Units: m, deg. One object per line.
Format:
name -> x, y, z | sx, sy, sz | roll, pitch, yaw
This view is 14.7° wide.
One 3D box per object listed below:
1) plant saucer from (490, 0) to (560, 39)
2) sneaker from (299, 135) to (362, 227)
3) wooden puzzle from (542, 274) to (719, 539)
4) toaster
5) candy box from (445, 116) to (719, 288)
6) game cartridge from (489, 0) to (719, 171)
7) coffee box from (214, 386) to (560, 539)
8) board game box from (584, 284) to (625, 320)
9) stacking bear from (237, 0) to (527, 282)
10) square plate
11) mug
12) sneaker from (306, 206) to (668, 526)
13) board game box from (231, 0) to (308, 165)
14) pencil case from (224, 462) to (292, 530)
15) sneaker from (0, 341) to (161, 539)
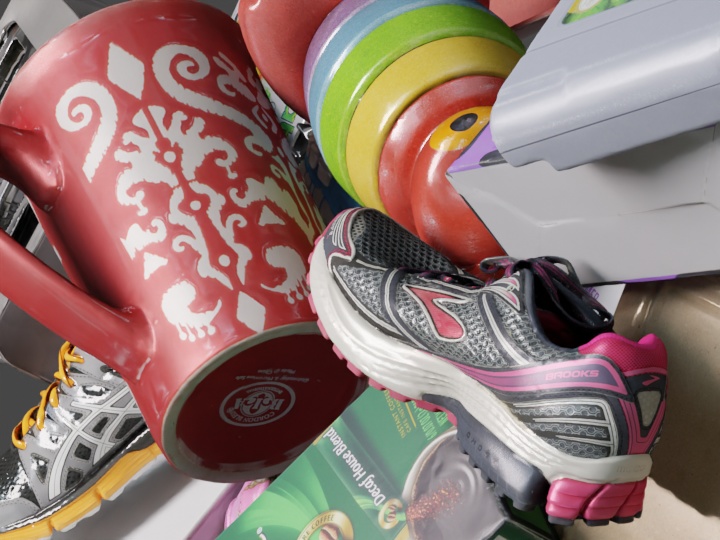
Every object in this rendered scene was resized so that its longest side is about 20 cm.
plant saucer -> 0.078, -0.192, 1.401 | 0.199, 0.037, 0.201 | -21, 53, 50
sneaker -> 0.000, 0.000, 1.348 | 0.087, 0.075, 0.200 | -64, 19, 16
wooden puzzle -> 0.146, 0.102, 1.078 | 0.200, 0.037, 0.186 | 31, 103, 48
toaster -> -0.138, -0.046, 1.493 | 0.201, 0.118, 0.181 | -60, 33, 14
candy box -> 0.155, -0.087, 1.105 | 0.200, 0.072, 0.167 | -49, 22, -27
game cartridge -> 0.140, -0.120, 1.046 | 0.133, 0.041, 0.200 | -13, 32, 42
coffee box -> -0.010, 0.135, 1.172 | 0.200, 0.044, 0.123 | -44, 38, 20
board game box -> 0.102, 0.051, 1.205 | 0.200, 0.040, 0.153 | -53, 34, 23
stacking bear -> 0.038, -0.063, 1.249 | 0.121, 0.114, 0.200 | -24, 36, -6
square plate -> -0.096, 0.109, 1.410 | 0.198, 0.029, 0.200 | -17, 24, 52
mug -> -0.095, -0.003, 1.291 | 0.134, 0.177, 0.201 | 83, 162, -52
sneaker -> 0.054, 0.023, 1.106 | 0.200, 0.080, 0.075 | 37, 119, 44
board game box -> -0.054, -0.072, 1.527 | 0.126, 0.034, 0.201 | 28, 95, 58
pencil case -> -0.024, 0.186, 1.265 | 0.082, 0.087, 0.201 | -17, 52, 27
sneaker -> -0.131, 0.067, 1.413 | 0.199, 0.077, 0.078 | -35, 16, 6
